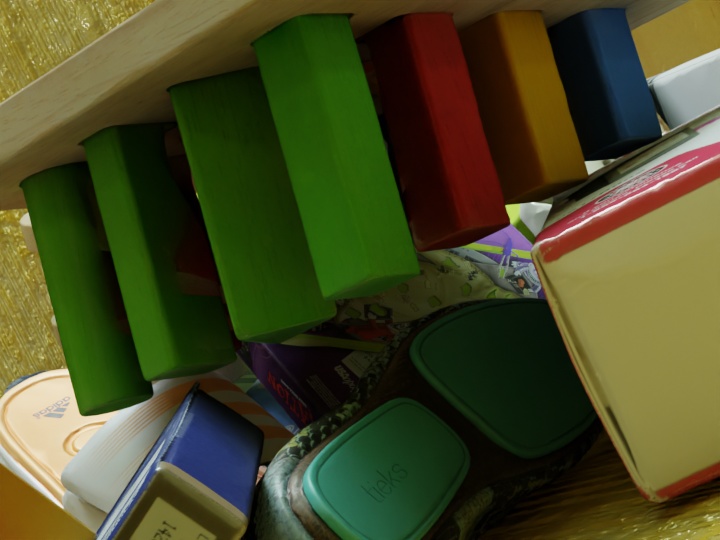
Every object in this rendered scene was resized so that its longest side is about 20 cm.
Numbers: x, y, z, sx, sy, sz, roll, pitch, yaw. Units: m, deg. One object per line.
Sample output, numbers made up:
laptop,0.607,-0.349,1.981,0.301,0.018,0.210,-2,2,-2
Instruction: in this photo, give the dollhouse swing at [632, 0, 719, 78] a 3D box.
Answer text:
dollhouse swing,0.223,-0.138,1.232,0.199,0.177,0.182,-27,3,30

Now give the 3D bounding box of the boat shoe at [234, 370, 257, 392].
boat shoe,-0.027,0.033,1.064,0.200,0.072,0.070,-8,-9,-37

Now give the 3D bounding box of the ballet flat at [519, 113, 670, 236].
ballet flat,0.090,-0.037,0.882,0.072,0.068,0.201,-10,40,-17

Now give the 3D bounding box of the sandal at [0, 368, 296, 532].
sandal,-0.076,0.064,0.788,0.079,0.060,0.206,-32,35,-28

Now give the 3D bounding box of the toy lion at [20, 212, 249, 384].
toy lion,-0.043,-0.020,1.016,0.190,0.069,0.200,-23,17,-20

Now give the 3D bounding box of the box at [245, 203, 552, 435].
box,0.008,0.043,0.921,0.121,0.048,0.200,-22,19,44

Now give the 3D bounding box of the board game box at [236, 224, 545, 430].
board game box,0.000,0.000,0.865,0.119,0.200,0.032,-24,-43,-21

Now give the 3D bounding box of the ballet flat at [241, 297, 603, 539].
ballet flat,0.016,0.063,0.719,0.074,0.075,0.200,-25,0,34

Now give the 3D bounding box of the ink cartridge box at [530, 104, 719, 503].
ink cartridge box,0.135,-0.012,0.699,0.147,0.086,0.200,-27,4,8

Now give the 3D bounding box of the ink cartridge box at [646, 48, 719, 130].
ink cartridge box,0.191,-0.063,0.932,0.145,0.087,0.200,-20,2,-18

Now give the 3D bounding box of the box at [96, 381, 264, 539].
box,-0.072,0.098,0.646,0.122,0.032,0.200,-57,4,3

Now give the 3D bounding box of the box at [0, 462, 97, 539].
box,-0.146,0.130,0.639,0.120,0.041,0.200,-59,9,-27

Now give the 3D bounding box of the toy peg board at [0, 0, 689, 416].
toy peg board,-0.006,-0.027,0.742,0.198,0.099,0.199,-7,-12,-44

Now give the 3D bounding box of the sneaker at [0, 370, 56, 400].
sneaker,-0.111,0.078,0.953,0.081,0.071,0.200,-15,9,2
